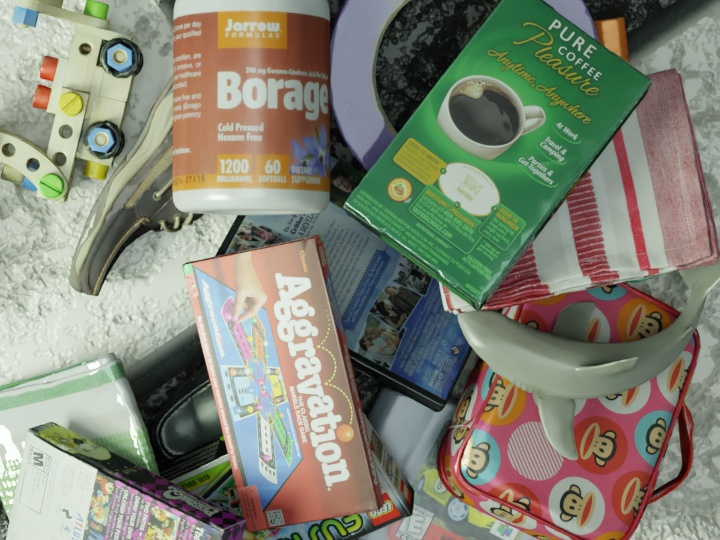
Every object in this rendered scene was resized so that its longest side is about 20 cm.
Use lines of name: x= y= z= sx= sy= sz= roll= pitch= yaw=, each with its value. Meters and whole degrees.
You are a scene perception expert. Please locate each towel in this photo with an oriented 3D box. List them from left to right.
towel: x=-0.208 y=0.172 z=1.487 sx=0.149 sy=0.031 sz=0.200 roll=-17 pitch=90 yaw=34
towel: x=0.144 y=-0.056 z=1.420 sx=0.199 sy=0.023 sz=0.144 roll=-12 pitch=79 yaw=0

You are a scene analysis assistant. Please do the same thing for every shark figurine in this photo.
shark figurine: x=0.191 y=0.052 z=1.427 sx=0.214 sy=0.089 sz=0.128 roll=-19 pitch=85 yaw=-16

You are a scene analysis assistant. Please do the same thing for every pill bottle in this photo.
pill bottle: x=-0.077 y=-0.141 z=1.414 sx=0.112 sy=0.112 sz=0.201 roll=0 pitch=89 yaw=-2

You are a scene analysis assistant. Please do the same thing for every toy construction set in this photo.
toy construction set: x=-0.233 y=-0.132 z=1.469 sx=0.131 sy=0.092 sz=0.200 roll=13 pitch=107 yaw=-4

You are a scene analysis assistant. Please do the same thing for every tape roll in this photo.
tape roll: x=0.073 y=-0.147 z=1.478 sx=0.199 sy=0.085 sz=0.201 roll=0 pitch=96 yaw=-2

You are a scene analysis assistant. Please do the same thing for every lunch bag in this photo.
lunch bag: x=0.168 y=0.105 z=1.493 sx=0.176 sy=0.082 sz=0.200 roll=26 pitch=76 yaw=-6

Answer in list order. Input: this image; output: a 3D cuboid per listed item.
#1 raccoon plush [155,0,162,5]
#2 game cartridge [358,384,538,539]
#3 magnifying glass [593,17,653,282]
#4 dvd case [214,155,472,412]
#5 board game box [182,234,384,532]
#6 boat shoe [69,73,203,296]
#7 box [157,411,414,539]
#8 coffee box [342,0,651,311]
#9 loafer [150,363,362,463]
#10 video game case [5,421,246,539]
raccoon plush: x=-0.200 y=-0.279 z=1.468 sx=0.097 sy=0.134 sz=0.200 roll=-49 pitch=62 yaw=12
game cartridge: x=0.084 y=0.174 z=1.544 sx=0.200 sy=0.041 sz=0.133 roll=26 pitch=91 yaw=-5
magnifying glass: x=0.199 y=-0.090 z=1.522 sx=0.079 sy=0.022 sz=0.201 roll=-8 pitch=97 yaw=-1
dvd case: x=0.000 y=0.000 z=1.483 sx=0.200 sy=0.018 sz=0.143 roll=28 pitch=63 yaw=-1
board game box: x=-0.055 y=0.082 z=1.431 sx=0.103 sy=0.019 sz=0.200 roll=-12 pitch=97 yaw=15
boat shoe: x=-0.146 y=-0.062 z=1.485 sx=0.073 sy=0.075 sz=0.200 roll=31 pitch=96 yaw=-6
box: x=-0.072 y=0.170 z=1.497 sx=0.200 sy=0.035 sz=0.110 roll=-26 pitch=113 yaw=17
coffee box: x=0.096 y=-0.086 z=1.395 sx=0.123 sy=0.044 sz=0.200 roll=36 pitch=85 yaw=9
loafer: x=-0.069 y=0.084 z=1.507 sx=0.200 sy=0.070 sz=0.068 roll=-29 pitch=99 yaw=2
video game case: x=-0.182 y=0.234 z=1.451 sx=0.181 sy=0.036 sz=0.200 roll=23 pitch=110 yaw=26
